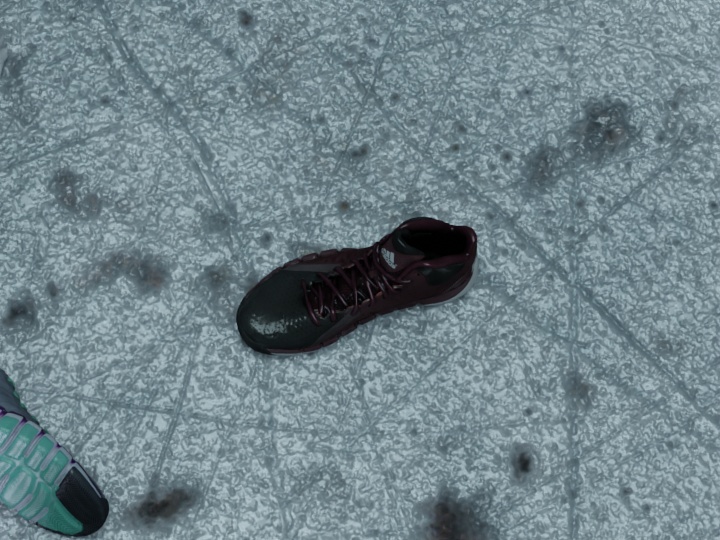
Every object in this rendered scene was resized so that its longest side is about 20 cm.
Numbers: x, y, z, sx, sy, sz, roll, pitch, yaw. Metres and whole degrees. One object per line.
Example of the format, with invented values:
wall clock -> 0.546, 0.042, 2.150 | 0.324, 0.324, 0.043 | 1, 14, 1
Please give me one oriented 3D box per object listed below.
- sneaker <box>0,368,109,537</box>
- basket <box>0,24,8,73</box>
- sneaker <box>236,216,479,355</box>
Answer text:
sneaker -> -0.263, 0.115, 1.728 | 0.200, 0.074, 0.088 | 39, 34, -10
basket -> -0.374, -0.130, 1.724 | 0.161, 0.198, 0.200 | 9, 74, 2
sneaker -> 0.000, 0.000, 1.755 | 0.200, 0.116, 0.076 | -20, 76, -10
